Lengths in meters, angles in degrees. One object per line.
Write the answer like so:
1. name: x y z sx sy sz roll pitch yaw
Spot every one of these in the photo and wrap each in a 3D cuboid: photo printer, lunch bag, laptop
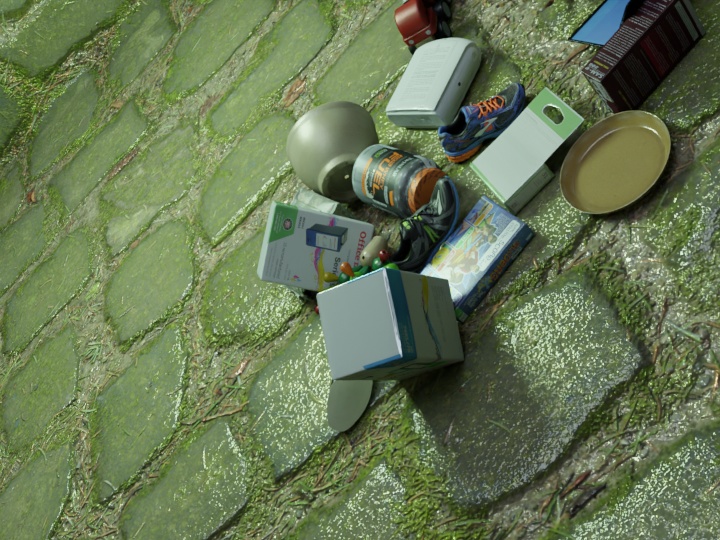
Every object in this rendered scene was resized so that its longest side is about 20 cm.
1. photo printer: 0.156 -0.395 2.005 0.165 0.069 0.203 8 66 48
2. lunch bag: -0.104 -0.048 1.962 0.202 0.117 0.163 -59 35 -2
3. laptop: 0.472 -0.493 1.706 0.103 0.201 0.177 40 77 16

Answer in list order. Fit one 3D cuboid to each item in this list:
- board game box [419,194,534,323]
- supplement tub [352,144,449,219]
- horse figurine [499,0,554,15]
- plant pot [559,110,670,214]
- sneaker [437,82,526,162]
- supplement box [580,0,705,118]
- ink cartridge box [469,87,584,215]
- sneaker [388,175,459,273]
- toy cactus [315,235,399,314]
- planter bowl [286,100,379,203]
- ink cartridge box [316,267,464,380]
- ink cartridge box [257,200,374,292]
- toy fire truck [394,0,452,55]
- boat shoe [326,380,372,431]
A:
1. board game box: 0.198 -0.022 1.696 0.201 0.034 0.135 -51 38 3
2. supplement tub: 0.081 -0.167 1.860 0.199 0.122 0.124 26 79 51
3. horse figurine: 0.365 -0.572 1.940 0.132 0.050 0.200 -36 29 -8
4. plant pot: 0.424 -0.174 1.594 0.198 0.027 0.203 -27 44 30
5. sneaker: 0.231 -0.289 1.839 0.199 0.078 0.076 -39 40 16
6. supplement box: 0.478 -0.370 1.627 0.200 0.109 0.061 -48 39 4
7. ink cartridge box: 0.304 -0.216 1.731 0.200 0.048 0.146 -44 39 9
8. sneaker: 0.115 -0.078 1.748 0.202 0.082 0.071 -62 32 19
9. toy cactus: 0.000 0.000 1.746 0.199 0.102 0.166 -36 20 47
10. planter bowl: -0.044 -0.226 1.986 0.199 0.199 0.136 -37 49 17
11. ink cartridge box: 0.053 0.094 1.590 0.145 0.198 0.149 -21 73 33
12. ink cartridge box: -0.085 -0.038 1.831 0.087 0.196 0.148 -148 71 -76
13. toy fire truck: 0.121 -0.602 2.099 0.127 0.199 0.179 -21 46 32
14. boat shoe: -0.014 0.190 1.730 0.063 0.072 0.205 134 152 -75
